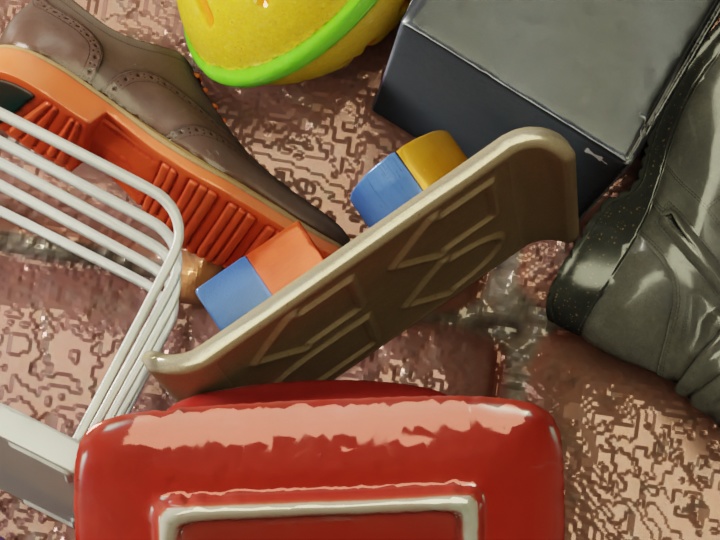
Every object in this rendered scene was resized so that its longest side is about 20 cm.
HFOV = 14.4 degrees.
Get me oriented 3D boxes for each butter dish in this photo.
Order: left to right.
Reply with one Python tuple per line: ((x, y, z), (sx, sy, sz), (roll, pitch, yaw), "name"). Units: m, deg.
((-0.017, 0.118, 1.221), (0.199, 0.148, 0.201), (-3, 117, -1), "butter dish")

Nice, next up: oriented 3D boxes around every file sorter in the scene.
((-0.157, 0.020, 1.261), (0.138, 0.200, 0.125), (27, 77, 1), "file sorter")

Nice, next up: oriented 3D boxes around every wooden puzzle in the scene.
((0.000, 0.000, 1.263), (0.200, 0.185, 0.046), (-30, 77, -2), "wooden puzzle")

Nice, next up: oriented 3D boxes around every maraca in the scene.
((-0.010, -0.169, 1.326), (0.200, 0.107, 0.137), (-48, 42, 10), "maraca")

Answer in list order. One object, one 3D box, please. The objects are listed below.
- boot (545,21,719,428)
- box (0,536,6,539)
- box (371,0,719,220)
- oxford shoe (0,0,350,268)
((0.189, -0.026, 1.342), (0.131, 0.070, 0.200), (31, 93, 14), "boot")
((-0.223, 0.198, 1.276), (0.137, 0.039, 0.200), (41, 80, -31), "box")
((0.107, -0.143, 1.295), (0.123, 0.200, 0.199), (30, 81, 1), "box")
((-0.081, -0.063, 1.342), (0.200, 0.071, 0.073), (34, 60, -9), "oxford shoe")
